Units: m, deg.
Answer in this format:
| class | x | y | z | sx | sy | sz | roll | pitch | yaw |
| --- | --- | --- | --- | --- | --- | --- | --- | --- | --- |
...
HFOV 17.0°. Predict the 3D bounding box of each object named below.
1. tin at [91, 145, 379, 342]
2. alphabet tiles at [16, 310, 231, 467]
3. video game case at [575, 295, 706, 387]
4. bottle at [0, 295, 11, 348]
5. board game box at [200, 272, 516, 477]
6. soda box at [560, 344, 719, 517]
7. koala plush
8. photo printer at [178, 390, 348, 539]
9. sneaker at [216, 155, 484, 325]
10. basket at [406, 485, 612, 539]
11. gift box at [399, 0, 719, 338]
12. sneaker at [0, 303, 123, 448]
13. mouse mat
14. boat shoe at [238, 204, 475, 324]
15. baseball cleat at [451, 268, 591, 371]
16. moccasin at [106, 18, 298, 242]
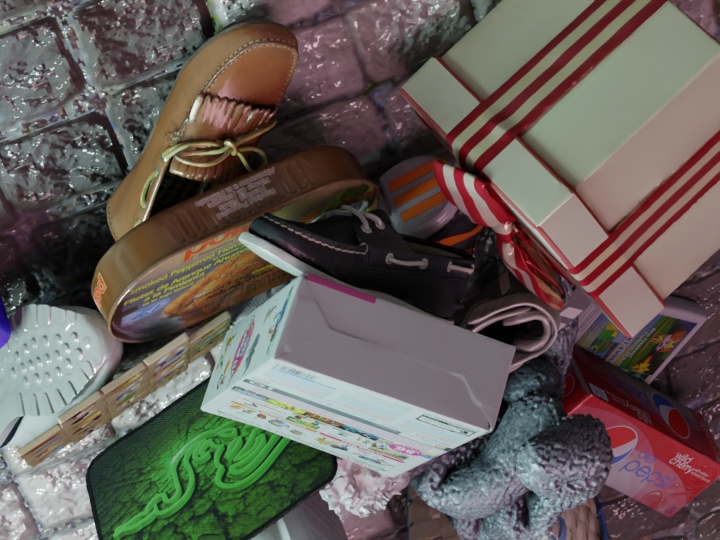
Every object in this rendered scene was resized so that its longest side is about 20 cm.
| class | x | y | z | sx | sy | sz | roll | pitch | yaw |
| --- | --- | --- | --- | --- | --- | --- | --- | --- | --- |
| tin | -0.081 | -0.019 | 1.555 | 0.200 | 0.042 | 0.112 | -24 | 161 | -21 |
| alphabet tiles | -0.159 | 0.082 | 1.642 | 0.166 | 0.006 | 0.200 | -33 | 176 | -8 |
| video game case | 0.146 | 0.082 | 1.887 | 0.182 | 0.022 | 0.200 | 13 | 127 | -36 |
| bottle | -0.333 | 0.058 | 1.590 | 0.200 | 0.065 | 0.084 | -28 | 140 | 5 |
| board game box | -0.006 | 0.071 | 1.561 | 0.147 | 0.064 | 0.200 | 21 | 162 | -12 |
| soda box | 0.202 | 0.126 | 1.896 | 0.070 | 0.063 | 0.200 | -42 | 137 | 20 |
| koala plush | 0.048 | 0.114 | 1.747 | 0.200 | 0.177 | 0.184 | 7 | 140 | -25 |
| photo printer | -0.057 | 0.201 | 1.780 | 0.069 | 0.200 | 0.166 | -31 | 141 | 8 |
| sneaker | 0.000 | 0.000 | 1.681 | 0.200 | 0.078 | 0.112 | -23 | 151 | 13 |
| basket | 0.124 | 0.242 | 1.951 | 0.176 | 0.139 | 0.200 | -17 | 143 | 18 |
| gift box | 0.145 | -0.086 | 1.580 | 0.187 | 0.200 | 0.185 | -44 | 136 | 1 |
| sneaker | -0.201 | 0.068 | 1.634 | 0.080 | 0.076 | 0.200 | -4 | 165 | -33 |
| mouse mat | -0.110 | 0.143 | 1.720 | 0.200 | 0.161 | 0.008 | -35 | 132 | 13 |
| boat shoe | 0.001 | -0.012 | 1.550 | 0.200 | 0.076 | 0.060 | 22 | 96 | -54 |
| baseball cleat | 0.124 | 0.026 | 1.673 | 0.200 | 0.106 | 0.070 | -38 | 106 | -28 |
| moccasin | -0.099 | -0.077 | 1.544 | 0.074 | 0.078 | 0.201 | 16 | 126 | -38 |
